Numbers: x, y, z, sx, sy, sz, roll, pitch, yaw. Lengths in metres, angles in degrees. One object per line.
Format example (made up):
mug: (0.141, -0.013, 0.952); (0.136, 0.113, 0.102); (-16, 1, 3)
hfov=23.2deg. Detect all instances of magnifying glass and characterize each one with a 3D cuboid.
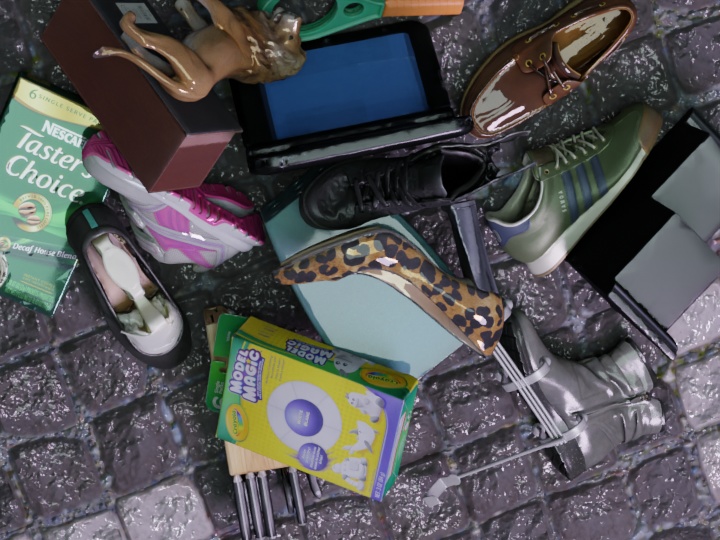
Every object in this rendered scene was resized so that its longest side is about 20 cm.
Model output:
magnifying glass: (0.000, -0.248, 1.643); (0.197, 0.023, 0.080); (-6, 148, -16)

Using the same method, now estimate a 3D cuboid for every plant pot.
plant pot: (0.000, 0.000, 1.660); (0.141, 0.141, 0.201); (-38, 103, 1)

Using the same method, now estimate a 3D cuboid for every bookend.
bookend: (0.305, -0.041, 1.663); (0.092, 0.199, 0.200); (42, 93, -13)

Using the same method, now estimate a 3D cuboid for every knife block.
knife block: (-0.113, 0.159, 1.716); (0.199, 0.064, 0.176); (36, 95, -15)

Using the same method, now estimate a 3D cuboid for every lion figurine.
lion figurine: (-0.137, -0.190, 1.547); (0.123, 0.200, 0.072); (48, 138, 0)

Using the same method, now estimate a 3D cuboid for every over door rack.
over door rack: (0.108, 0.125, 1.712); (0.199, 0.067, 0.148); (-30, 100, 34)

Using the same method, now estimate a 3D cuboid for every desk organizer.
desk organizer: (-0.201, -0.170, 1.579); (0.201, 0.071, 0.077); (53, 126, 20)

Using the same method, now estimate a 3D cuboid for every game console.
game console: (-0.014, -0.161, 1.589); (0.197, 0.176, 0.118); (-12, 95, -5)

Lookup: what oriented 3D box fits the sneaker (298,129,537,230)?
sneaker: (0.049, -0.082, 1.548); (0.198, 0.104, 0.061); (-13, 90, -17)

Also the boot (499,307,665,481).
boot: (0.222, 0.101, 1.763); (0.130, 0.068, 0.201); (-30, 109, -10)

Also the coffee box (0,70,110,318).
coffee box: (-0.303, -0.071, 1.643); (0.122, 0.044, 0.202); (25, 98, -14)

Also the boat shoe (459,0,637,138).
boat shoe: (0.179, -0.199, 1.674); (0.199, 0.068, 0.072); (-38, 106, 2)

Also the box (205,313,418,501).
box: (-0.053, 0.122, 1.613); (0.198, 0.048, 0.119); (20, 120, 15)

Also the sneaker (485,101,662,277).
sneaker: (0.201, -0.095, 1.701); (0.089, 0.067, 0.201); (35, 99, -20)

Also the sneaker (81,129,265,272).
sneaker: (-0.185, -0.055, 1.629); (0.199, 0.082, 0.088); (34, 116, -32)

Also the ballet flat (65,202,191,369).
ballet flat: (-0.214, 0.027, 1.643); (0.068, 0.068, 0.201); (-36, 121, -8)

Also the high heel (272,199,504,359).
high heel: (0.029, 0.029, 1.564); (0.198, 0.071, 0.144); (-15, 94, -9)
